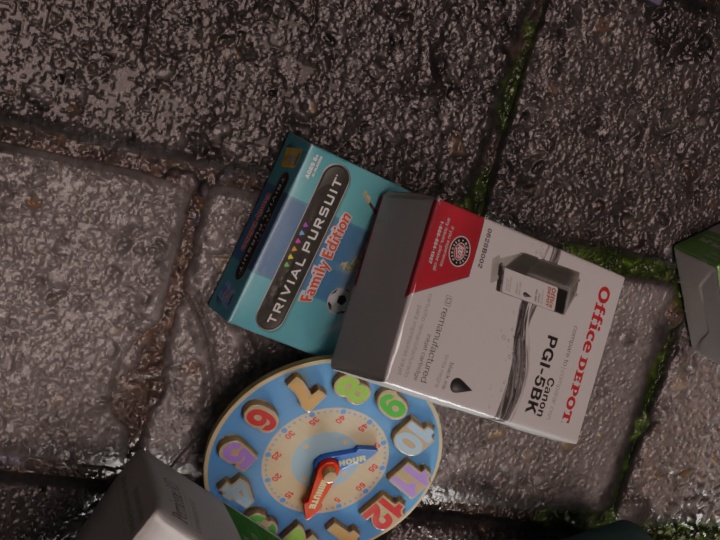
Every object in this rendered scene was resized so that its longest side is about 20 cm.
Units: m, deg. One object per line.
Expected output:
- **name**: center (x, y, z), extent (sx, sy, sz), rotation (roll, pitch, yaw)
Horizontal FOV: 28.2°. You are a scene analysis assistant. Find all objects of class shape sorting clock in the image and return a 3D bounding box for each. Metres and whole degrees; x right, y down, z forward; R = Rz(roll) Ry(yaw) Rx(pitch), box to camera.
- **shape sorting clock**: center (-0.029, 0.155, 1.164), extent (0.199, 0.039, 0.201), rotation (-9, 125, -13)

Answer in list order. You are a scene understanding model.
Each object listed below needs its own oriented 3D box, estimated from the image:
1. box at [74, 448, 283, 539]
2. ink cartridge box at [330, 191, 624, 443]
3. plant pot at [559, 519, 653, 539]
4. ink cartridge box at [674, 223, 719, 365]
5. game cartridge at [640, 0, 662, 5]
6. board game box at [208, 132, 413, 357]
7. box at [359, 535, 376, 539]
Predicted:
- **box**: center (-0.145, 0.274, 1.058), extent (0.171, 0.199, 0.200), rotation (34, 88, -13)
- **ink cartridge box**: center (0.095, 0.039, 1.121), extent (0.199, 0.083, 0.148), rotation (19, 85, -31)
- **plant pot**: center (0.182, 0.337, 1.275), extent (0.160, 0.201, 0.202), rotation (-9, 111, -13)
- **ink cartridge box**: center (0.400, -0.003, 1.339), extent (0.199, 0.067, 0.118), rotation (-25, 116, -18)
- **game cartridge**: center (0.191, -0.306, 1.153), extent (0.199, 0.038, 0.130), rotation (19, 93, -31)
- **board game box**: center (0.000, 0.000, 1.148), extent (0.199, 0.047, 0.152), rotation (23, 95, -31)
- **box**: center (-0.024, 0.346, 1.251), extent (0.161, 0.049, 0.201), rotation (-29, 117, -13)
